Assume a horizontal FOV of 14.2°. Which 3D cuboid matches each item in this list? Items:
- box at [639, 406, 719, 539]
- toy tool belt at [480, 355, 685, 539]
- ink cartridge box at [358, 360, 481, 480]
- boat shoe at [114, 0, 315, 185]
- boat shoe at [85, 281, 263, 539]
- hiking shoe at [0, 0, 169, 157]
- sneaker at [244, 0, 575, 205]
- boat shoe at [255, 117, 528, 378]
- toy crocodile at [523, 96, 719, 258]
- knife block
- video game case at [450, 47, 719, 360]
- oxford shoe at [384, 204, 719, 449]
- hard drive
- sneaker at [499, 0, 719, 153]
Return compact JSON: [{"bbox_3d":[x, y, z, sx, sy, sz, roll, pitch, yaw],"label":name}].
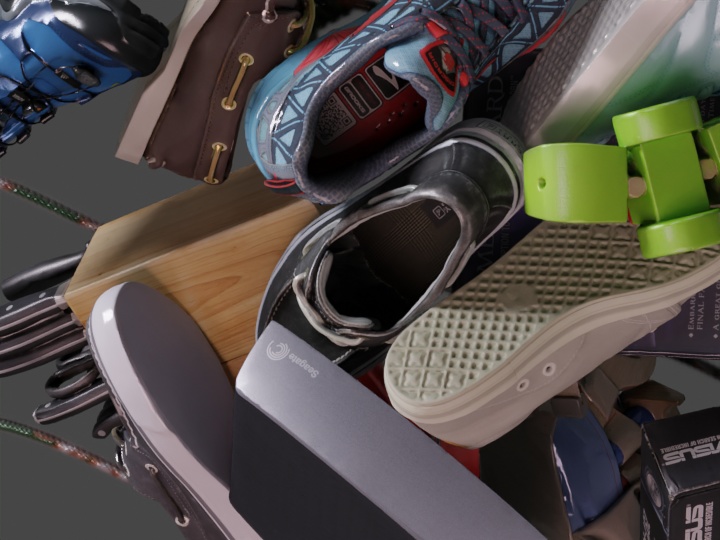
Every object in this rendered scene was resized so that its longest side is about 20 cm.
[{"bbox_3d":[0.214,0.131,1.372,0.160,0.044,0.200,-12,139,-7],"label":"box"},{"bbox_3d":[0.103,0.080,1.449,0.125,0.123,0.200,0,115,33],"label":"toy tool belt"},{"bbox_3d":[0.011,0.111,1.455,0.050,0.161,0.200,-20,130,-17],"label":"ink cartridge box"},{"bbox_3d":[-0.056,-0.116,1.355,0.059,0.072,0.200,22,133,-10],"label":"boat shoe"},{"bbox_3d":[-0.089,0.092,1.445,0.066,0.070,0.200,-18,126,28],"label":"boat shoe"},{"bbox_3d":[-0.168,-0.082,1.367,0.200,0.087,0.074,-8,150,44],"label":"hiking shoe"},{"bbox_3d":[0.038,-0.097,1.296,0.200,0.096,0.079,-43,110,7],"label":"sneaker"},{"bbox_3d":[0.000,0.000,1.329,0.072,0.071,0.200,46,133,4],"label":"boat shoe"},{"bbox_3d":[0.168,-0.051,1.275,0.200,0.062,0.068,-15,94,-16],"label":"toy crocodile"},{"bbox_3d":[-0.107,0.002,1.460,0.175,0.064,0.200,17,129,1],"label":"knife block"},{"bbox_3d":[0.144,-0.031,1.338,0.200,0.019,0.143,2,84,15],"label":"video game case"},{"bbox_3d":[0.101,0.014,1.308,0.200,0.075,0.058,-33,141,-6],"label":"oxford shoe"},{"bbox_3d":[0.016,0.125,1.341,0.200,0.042,0.135,39,149,22],"label":"hard drive"},{"bbox_3d":[0.143,-0.096,1.297,0.082,0.074,0.200,36,117,-16],"label":"sneaker"}]
